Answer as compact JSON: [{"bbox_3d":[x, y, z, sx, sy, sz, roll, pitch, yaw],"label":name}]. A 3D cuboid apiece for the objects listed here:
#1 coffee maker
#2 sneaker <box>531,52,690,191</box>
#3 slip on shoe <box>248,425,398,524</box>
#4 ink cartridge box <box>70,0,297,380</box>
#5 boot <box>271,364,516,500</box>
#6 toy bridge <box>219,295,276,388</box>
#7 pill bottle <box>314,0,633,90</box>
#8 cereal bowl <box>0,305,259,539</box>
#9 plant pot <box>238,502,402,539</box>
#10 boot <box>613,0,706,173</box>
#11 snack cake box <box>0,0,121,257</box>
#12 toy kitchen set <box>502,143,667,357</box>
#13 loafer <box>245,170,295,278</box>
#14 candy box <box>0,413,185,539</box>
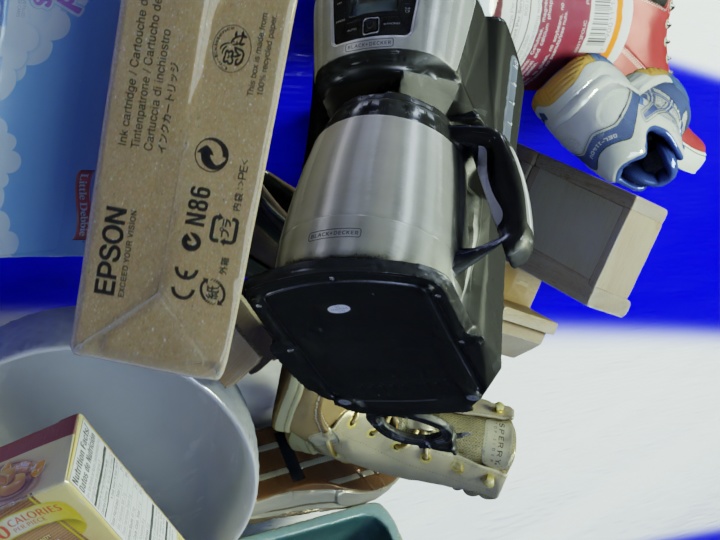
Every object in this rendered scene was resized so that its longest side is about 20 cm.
[{"bbox_3d":[0.019,-0.035,0.642,0.193,0.133,0.202,98,2,-59],"label":"coffee maker"},{"bbox_3d":[0.191,-0.091,0.818,0.075,0.089,0.199,-44,159,30],"label":"sneaker"},{"bbox_3d":[-0.054,0.150,0.858,0.199,0.077,0.060,-3,153,-48],"label":"slip on shoe"},{"bbox_3d":[-0.081,-0.072,0.563,0.074,0.165,0.203,10,103,-9],"label":"ink cartridge box"},{"bbox_3d":[0.025,0.093,0.746,0.200,0.153,0.074,85,20,-69],"label":"boot"},{"bbox_3d":[-0.077,0.030,0.720,0.027,0.067,0.200,-40,178,3],"label":"toy bridge"},{"bbox_3d":[0.076,-0.176,0.767,0.198,0.114,0.116,-7,115,-39],"label":"pill bottle"},{"bbox_3d":[-0.157,0.099,0.696,0.197,0.084,0.202,-2,126,-3],"label":"cereal bowl"},{"bbox_3d":[-0.054,0.322,0.842,0.194,0.197,0.201,-8,141,-29],"label":"plant pot"},{"bbox_3d":[0.242,-0.171,0.947,0.199,0.072,0.146,24,93,-41],"label":"boot"},{"bbox_3d":[-0.171,-0.119,0.580,0.067,0.115,0.203,-2,112,-39],"label":"snack cake box"},{"bbox_3d":[0.169,0.016,0.895,0.199,0.180,0.165,17,101,-40],"label":"toy kitchen set"},{"bbox_3d":[0.000,0.000,0.735,0.072,0.198,0.064,-32,144,-66],"label":"loafer"},{"bbox_3d":[-0.158,0.183,0.670,0.114,0.056,0.201,-23,125,11],"label":"candy box"}]
